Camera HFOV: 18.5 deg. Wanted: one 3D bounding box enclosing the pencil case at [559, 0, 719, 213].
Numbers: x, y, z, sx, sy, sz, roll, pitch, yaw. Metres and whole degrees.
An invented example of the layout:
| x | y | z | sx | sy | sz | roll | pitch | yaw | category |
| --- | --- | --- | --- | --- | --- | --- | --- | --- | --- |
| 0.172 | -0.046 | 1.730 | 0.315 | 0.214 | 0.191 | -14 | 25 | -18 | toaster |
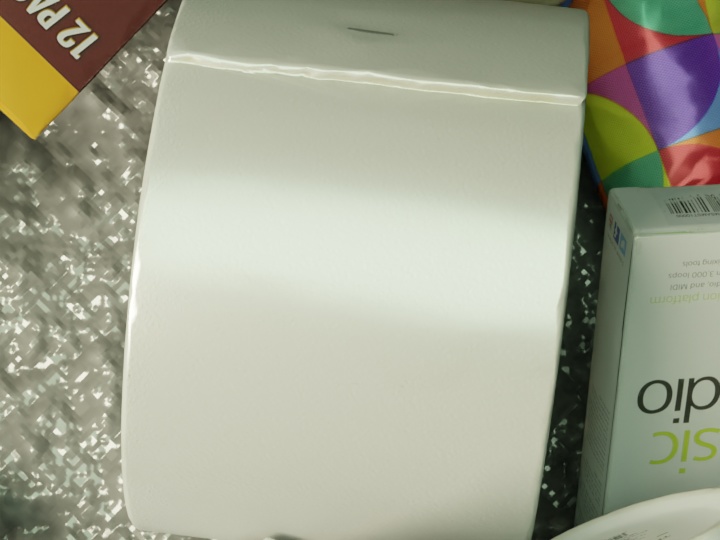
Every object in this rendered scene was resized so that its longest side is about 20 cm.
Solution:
| x | y | z | sx | sy | sz | roll | pitch | yaw | category |
| --- | --- | --- | --- | --- | --- | --- | --- | --- | --- |
| 0.131 | -0.041 | 0.845 | 0.088 | 0.088 | 0.201 | -17 | 83 | -1 | pencil case |

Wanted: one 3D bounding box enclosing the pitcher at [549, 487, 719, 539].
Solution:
| x | y | z | sx | sy | sz | roll | pitch | yaw | category |
| --- | --- | --- | --- | --- | --- | --- | --- | --- | --- |
| 0.094 | 0.184 | 0.686 | 0.171 | 0.121 | 0.201 | -21 | 94 | -18 | pitcher |

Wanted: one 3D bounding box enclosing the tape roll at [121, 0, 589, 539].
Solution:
| x | y | z | sx | sy | sz | roll | pitch | yaw | category |
| --- | --- | --- | --- | --- | --- | --- | --- | --- | --- |
| 0.000 | 0.000 | 0.782 | 0.139 | 0.203 | 0.204 | 6 | 82 | 3 | tape roll |

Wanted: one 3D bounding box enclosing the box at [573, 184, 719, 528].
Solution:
| x | y | z | sx | sy | sz | roll | pitch | yaw | category |
| --- | --- | --- | --- | --- | --- | --- | --- | --- | --- |
| 0.151 | 0.061 | 0.784 | 0.144 | 0.036 | 0.201 | -4 | 123 | -8 | box |

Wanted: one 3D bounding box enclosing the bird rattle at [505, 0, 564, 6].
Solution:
| x | y | z | sx | sy | sz | roll | pitch | yaw | category |
| --- | --- | --- | --- | --- | --- | --- | --- | --- | --- |
| 0.079 | -0.170 | 0.812 | 0.112 | 0.200 | 0.164 | 13 | 93 | -34 | bird rattle |

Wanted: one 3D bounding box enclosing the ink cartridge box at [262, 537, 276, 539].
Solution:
| x | y | z | sx | sy | sz | roll | pitch | yaw | category |
| --- | --- | --- | --- | --- | --- | --- | --- | --- | --- |
| 0.021 | 0.197 | 0.762 | 0.199 | 0.083 | 0.146 | 23 | 70 | -11 | ink cartridge box |

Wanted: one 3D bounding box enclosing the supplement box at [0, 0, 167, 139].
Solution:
| x | y | z | sx | sy | sz | roll | pitch | yaw | category |
| --- | --- | --- | --- | --- | --- | --- | --- | --- | --- |
| -0.108 | -0.176 | 0.790 | 0.200 | 0.197 | 0.133 | -47 | 110 | -3 | supplement box |
